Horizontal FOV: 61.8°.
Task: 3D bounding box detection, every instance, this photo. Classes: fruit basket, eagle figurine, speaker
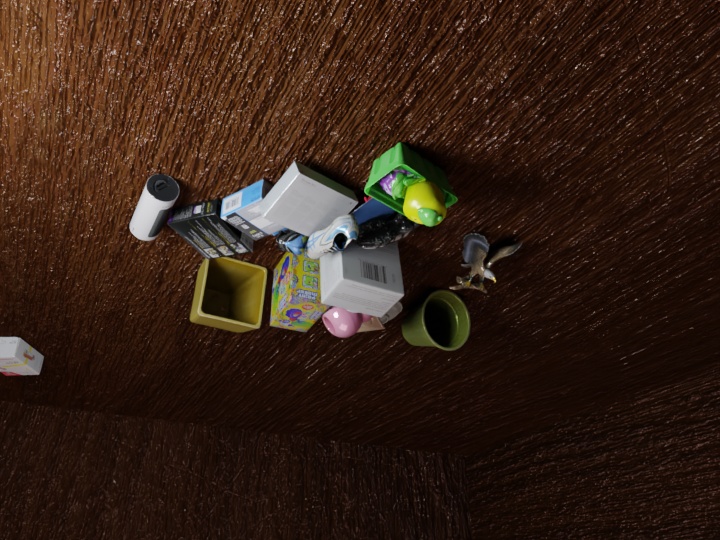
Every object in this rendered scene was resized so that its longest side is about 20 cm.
[{"bbox_3d":[0.126,-0.169,1.386,0.215,0.218,0.155,24,142,-36],"label":"fruit basket"},{"bbox_3d":[0.363,-0.026,1.748,0.151,0.150,0.201,-26,141,-50],"label":"eagle figurine"},{"bbox_3d":[-0.520,-0.157,1.512,0.081,0.082,0.200,15,146,-26],"label":"speaker"}]

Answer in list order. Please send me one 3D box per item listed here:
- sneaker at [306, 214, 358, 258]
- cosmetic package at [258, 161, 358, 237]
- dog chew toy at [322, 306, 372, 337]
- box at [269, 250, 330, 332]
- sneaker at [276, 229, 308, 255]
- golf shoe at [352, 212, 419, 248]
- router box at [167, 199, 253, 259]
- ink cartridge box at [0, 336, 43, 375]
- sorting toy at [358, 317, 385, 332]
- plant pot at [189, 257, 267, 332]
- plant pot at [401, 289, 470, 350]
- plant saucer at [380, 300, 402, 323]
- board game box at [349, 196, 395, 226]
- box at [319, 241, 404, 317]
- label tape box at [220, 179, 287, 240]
[{"bbox_3d":[-0.075,-0.070,1.493,0.071,0.073,0.200,12,151,-33],"label":"sneaker"},{"bbox_3d":[-0.125,-0.164,1.475,0.199,0.052,0.151,21,125,-42],"label":"cosmetic package"},{"bbox_3d":[-0.014,0.108,1.759,0.199,0.125,0.125,-32,160,-23],"label":"dog chew toy"},{"bbox_3d":[-0.173,0.048,1.762,0.121,0.194,0.200,12,147,-22],"label":"box"},{"bbox_3d":[-0.179,-0.086,1.592,0.082,0.071,0.200,15,-171,-1],"label":"sneaker"},{"bbox_3d":[0.068,-0.095,1.585,0.198,0.078,0.095,-20,162,-16],"label":"golf shoe"},{"bbox_3d":[-0.401,-0.107,1.628,0.148,0.052,0.200,-9,149,17],"label":"router box"},{"bbox_3d":[-1.361,0.337,2.348,0.143,0.084,0.201,-1,150,1],"label":"ink cartridge box"},{"bbox_3d":[-0.037,0.126,1.908,0.184,0.037,0.201,-10,130,31],"label":"sorting toy"},{"bbox_3d":[-0.422,0.090,1.843,0.193,0.197,0.200,17,153,-28],"label":"plant pot"},{"bbox_3d":[0.238,0.184,2.044,0.198,0.202,0.190,15,158,-26],"label":"plant pot"},{"bbox_3d":[0.040,0.139,1.970,0.198,0.051,0.201,0,152,0],"label":"plant saucer"},{"bbox_3d":[0.019,-0.157,1.540,0.199,0.039,0.158,-36,160,19],"label":"board game box"},{"bbox_3d":[0.000,0.000,1.668,0.197,0.202,0.131,15,139,-26],"label":"box"},{"bbox_3d":[-0.241,-0.139,1.564,0.142,0.067,0.200,-20,144,29],"label":"label tape box"}]
